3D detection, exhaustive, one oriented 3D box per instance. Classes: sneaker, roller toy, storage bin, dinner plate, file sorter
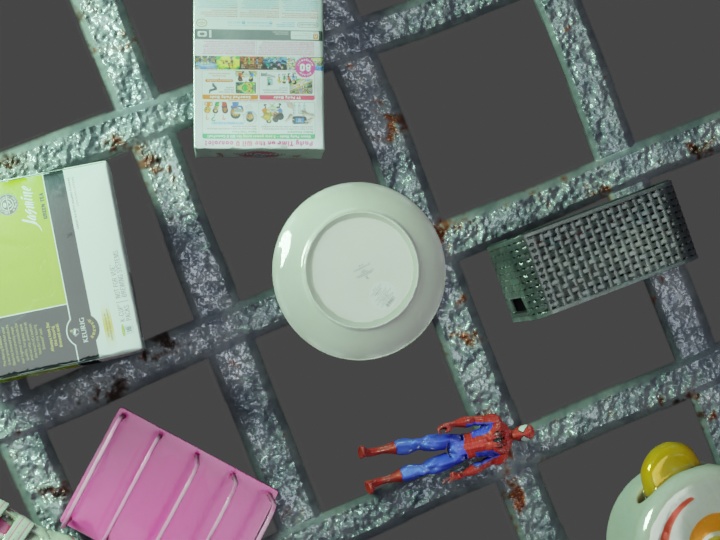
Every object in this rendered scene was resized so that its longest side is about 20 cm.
[{"bbox_3d":[-0.378,0.280,1.498,0.198,0.082,0.089,5,127,14],"label":"sneaker"},{"bbox_3d":[0.375,0.302,1.604,0.181,0.140,0.202,16,84,-6],"label":"roller toy"},{"bbox_3d":[0.255,-0.020,1.611,0.198,0.135,0.095,-21,89,-8],"label":"storage bin"},{"bbox_3d":[0.000,0.000,1.636,0.198,0.024,0.202,0,87,-8],"label":"dinner plate"},{"bbox_3d":[-0.202,0.255,1.541,0.199,0.125,0.140,29,84,-5],"label":"file sorter"}]

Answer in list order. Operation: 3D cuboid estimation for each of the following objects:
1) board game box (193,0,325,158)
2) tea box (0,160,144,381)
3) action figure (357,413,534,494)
[{"bbox_3d":[-0.113,-0.229,1.615,0.146,0.064,0.202,0,85,-6],"label":"board game box"},{"bbox_3d":[-0.341,0.008,1.535,0.195,0.134,0.202,-11,87,-9],"label":"tea box"},{"bbox_3d":[0.100,0.202,1.624,0.198,0.052,0.066,-13,84,-10],"label":"action figure"}]
